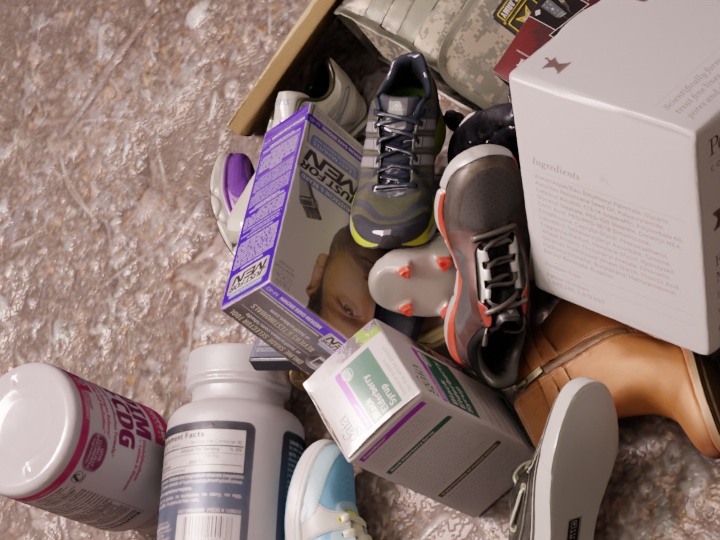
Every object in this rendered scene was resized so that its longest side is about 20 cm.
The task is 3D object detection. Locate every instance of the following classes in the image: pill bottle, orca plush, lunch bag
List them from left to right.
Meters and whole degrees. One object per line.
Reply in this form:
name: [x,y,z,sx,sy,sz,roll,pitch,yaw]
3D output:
pill bottle: [-0.226,0.158,1.651,0.113,0.200,0.114,-12,66,28]
pill bottle: [-0.107,0.170,1.620,0.119,0.119,0.201,-8,67,30]
lunch bag: [0.107,-0.223,1.643,0.200,0.118,0.164,33,87,29]
orca plush: [0.105,-0.077,1.544,0.071,0.105,0.200,-56,13,-13]

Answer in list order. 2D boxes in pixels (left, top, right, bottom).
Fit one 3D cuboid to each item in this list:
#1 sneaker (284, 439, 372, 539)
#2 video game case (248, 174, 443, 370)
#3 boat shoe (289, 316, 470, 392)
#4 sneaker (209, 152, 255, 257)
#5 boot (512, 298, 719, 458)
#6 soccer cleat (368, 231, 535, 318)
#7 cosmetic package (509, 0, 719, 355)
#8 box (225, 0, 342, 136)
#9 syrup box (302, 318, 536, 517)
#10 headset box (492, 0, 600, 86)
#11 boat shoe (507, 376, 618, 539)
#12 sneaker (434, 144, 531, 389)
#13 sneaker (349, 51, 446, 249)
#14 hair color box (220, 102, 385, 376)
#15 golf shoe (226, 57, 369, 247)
sneaker: [0.007,0.235,1.549,0.130,0.079,0.202,-5,78,33]
video game case: [0.000,0.000,1.615,0.142,0.019,0.201,-3,49,27]
boat shoe: [0.035,0.055,1.609,0.199,0.072,0.068,-16,55,19]
sneaker: [-0.073,-0.022,1.717,0.083,0.081,0.201,-26,65,2]
boot: [0.197,0.098,1.486,0.154,0.074,0.201,-36,45,15]
soccer cleat: [0.095,-0.014,1.556,0.199,0.070,0.078,-14,35,-15]
cosmetic package: [0.229,-0.082,1.421,0.164,0.201,0.165,23,50,36]
box: [-0.051,-0.205,1.721,0.021,0.163,0.200,36,93,-2]
syrup box: [0.051,0.117,1.489,0.081,0.200,0.079,-42,54,11]
headset box: [0.205,-0.180,1.540,0.077,0.149,0.201,36,93,37]
boat shoe: [0.141,0.172,1.460,0.064,0.070,0.201,23,109,47]
sneaker: [0.106,0.002,1.470,0.077,0.201,0.082,-14,33,-13]
sneaker: [0.027,-0.095,1.543,0.073,0.081,0.201,-2,44,7]
hair color box: [-0.037,-0.025,1.555,0.065,0.109,0.201,-29,36,38]
golf shoe: [-0.065,-0.103,1.666,0.078,0.098,0.200,1,40,36]
